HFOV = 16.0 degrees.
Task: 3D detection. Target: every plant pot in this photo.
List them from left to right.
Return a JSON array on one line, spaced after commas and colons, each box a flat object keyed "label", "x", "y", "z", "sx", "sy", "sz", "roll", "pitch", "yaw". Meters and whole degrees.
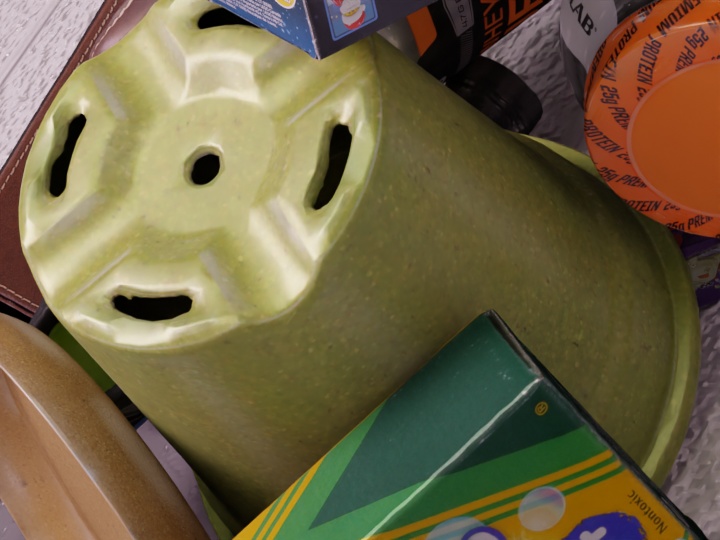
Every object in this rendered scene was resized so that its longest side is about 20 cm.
[{"label": "plant pot", "x": -0.087, "y": 0.091, "z": 0.891, "sx": 0.027, "sy": 0.200, "sz": 0.200, "roll": -34, "pitch": 28, "yaw": -17}, {"label": "plant pot", "x": -0.011, "y": 0.002, "z": 0.853, "sx": 0.200, "sy": 0.184, "sz": 0.201, "roll": -13, "pitch": 59, "yaw": 23}]

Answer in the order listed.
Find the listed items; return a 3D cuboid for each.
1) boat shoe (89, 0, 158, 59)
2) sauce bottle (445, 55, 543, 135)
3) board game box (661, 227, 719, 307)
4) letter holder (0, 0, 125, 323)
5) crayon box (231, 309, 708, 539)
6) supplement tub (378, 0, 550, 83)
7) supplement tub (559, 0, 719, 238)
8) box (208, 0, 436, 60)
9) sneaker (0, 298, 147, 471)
[{"label": "boat shoe", "x": -0.052, "y": -0.147, "z": 1.102, "sx": 0.072, "sy": 0.072, "sz": 0.200, "roll": 36, "pitch": 73, "yaw": 24}, {"label": "sauce bottle", "x": 0.000, "y": 0.000, "z": 1.016, "sx": 0.065, "sy": 0.065, "sz": 0.200, "roll": 12, "pitch": 62, "yaw": 54}, {"label": "board game box", "x": 0.167, "y": -0.081, "z": 0.954, "sx": 0.120, "sy": 0.032, "sz": 0.200, "roll": -20, "pitch": 38, "yaw": 30}, {"label": "letter holder", "x": -0.082, "y": -0.028, "z": 1.133, "sx": 0.200, "sy": 0.142, "sz": 0.101, "roll": -63, "pitch": 4, "yaw": -28}, {"label": "crayon box", "x": 0.010, "y": 0.125, "z": 0.795, "sx": 0.200, "sy": 0.126, "sz": 0.052, "roll": -42, "pitch": 31, "yaw": 4}, {"label": "supplement tub", "x": 0.023, "y": -0.142, "z": 1.015, "sx": 0.200, "sy": 0.123, "sz": 0.122, "roll": -38, "pitch": 29, "yaw": -15}, {"label": "supplement tub", "x": 0.135, "y": -0.114, "z": 0.887, "sx": 0.122, "sy": 0.123, "sz": 0.200, "roll": -22, "pitch": 36, "yaw": 32}, {"label": "box", "x": 0.027, "y": -0.144, "z": 0.821, "sx": 0.200, "sy": 0.038, "sz": 0.137, "roll": -29, "pitch": 35, "yaw": -23}, {"label": "sneaker", "x": -0.072, "y": 0.004, "z": 1.019, "sx": 0.200, "sy": 0.071, "sz": 0.083, "roll": -46, "pitch": -5, "yaw": -30}]
